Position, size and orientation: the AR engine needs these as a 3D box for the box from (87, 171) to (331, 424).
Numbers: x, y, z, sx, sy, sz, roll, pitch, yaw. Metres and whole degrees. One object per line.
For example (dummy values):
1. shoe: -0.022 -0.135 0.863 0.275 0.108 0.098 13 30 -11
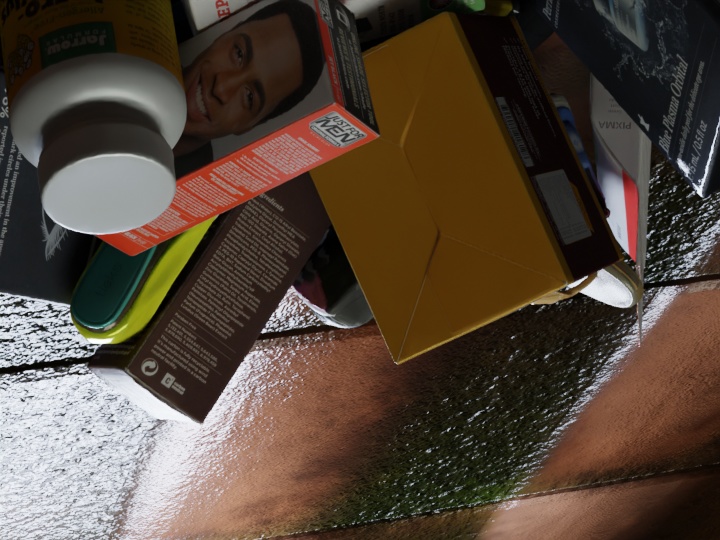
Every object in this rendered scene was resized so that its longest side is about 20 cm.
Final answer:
1. box: -0.101 0.008 1.668 0.075 0.201 0.100 36 167 -18

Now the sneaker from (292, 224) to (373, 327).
1. sneaker: 0.000 0.000 1.721 0.080 0.200 0.087 -31 110 10

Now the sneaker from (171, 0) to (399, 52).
1. sneaker: -0.042 -0.152 1.644 0.198 0.078 0.070 -7 155 -4

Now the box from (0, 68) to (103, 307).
1. box: -0.246 -0.058 1.608 0.104 0.149 0.199 9 176 42

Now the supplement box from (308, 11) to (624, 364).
1. supplement box: 0.067 -0.062 1.626 0.132 0.198 0.200 -25 177 17

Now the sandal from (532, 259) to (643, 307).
1. sandal: 0.119 -0.007 1.792 0.199 0.054 0.080 21 162 9

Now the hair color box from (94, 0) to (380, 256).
1. hair color box: -0.092 -0.098 1.525 0.199 0.102 0.061 -25 149 22

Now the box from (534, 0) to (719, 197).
1. box: 0.226 -0.192 1.597 0.117 0.200 0.197 -32 157 -15

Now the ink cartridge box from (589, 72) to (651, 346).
1. ink cartridge box: 0.205 -0.062 1.864 0.050 0.201 0.161 3 156 10

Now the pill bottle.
1. pill bottle: -0.169 -0.128 1.477 0.112 0.201 0.113 -7 147 -5

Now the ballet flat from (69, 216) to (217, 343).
1. ballet flat: -0.130 -0.036 1.607 0.201 0.067 0.067 -58 154 -5

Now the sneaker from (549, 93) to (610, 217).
1. sneaker: 0.149 -0.052 1.843 0.078 0.090 0.200 -21 153 -2

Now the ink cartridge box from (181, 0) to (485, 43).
1. ink cartridge box: -0.026 -0.214 1.547 0.199 0.085 0.146 -17 154 -2

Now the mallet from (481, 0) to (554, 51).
1. mallet: 0.072 -0.204 1.691 0.199 0.041 0.066 14 140 -42
